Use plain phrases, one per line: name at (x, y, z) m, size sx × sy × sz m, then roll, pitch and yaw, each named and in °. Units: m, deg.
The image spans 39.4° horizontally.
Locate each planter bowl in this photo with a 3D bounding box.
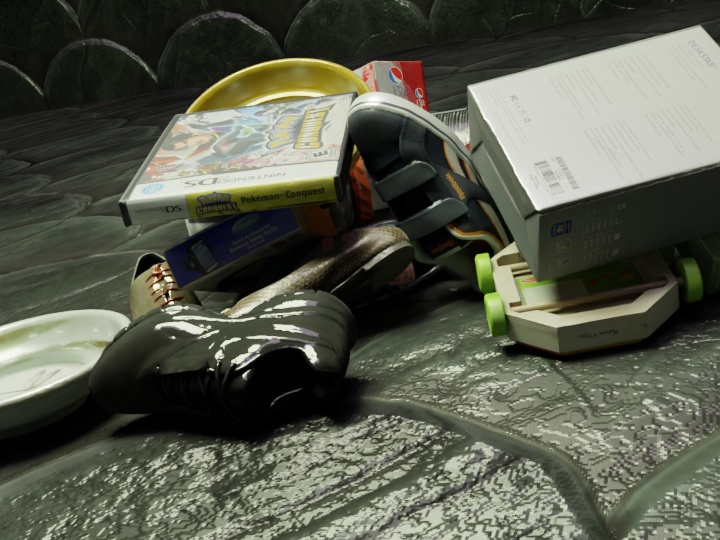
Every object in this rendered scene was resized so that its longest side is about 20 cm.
planter bowl at (-0.076, -0.114, 0.991) m, size 0.199 × 0.084 × 0.201 m, roll -6°, pitch 50°, yaw 7°

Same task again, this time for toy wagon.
toy wagon at (0.169, -0.002, 0.787) m, size 0.154 × 0.040 × 0.200 m, roll -10°, pitch 25°, yaw 5°

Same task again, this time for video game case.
video game case at (-0.096, -0.102, 0.871) m, size 0.180 × 0.026 × 0.200 m, roll -6°, pitch 29°, yaw 8°

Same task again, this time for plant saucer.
plant saucer at (-0.278, 0.092, 0.816) m, size 0.199 × 0.050 × 0.200 m, roll -10°, pitch 17°, yaw 3°

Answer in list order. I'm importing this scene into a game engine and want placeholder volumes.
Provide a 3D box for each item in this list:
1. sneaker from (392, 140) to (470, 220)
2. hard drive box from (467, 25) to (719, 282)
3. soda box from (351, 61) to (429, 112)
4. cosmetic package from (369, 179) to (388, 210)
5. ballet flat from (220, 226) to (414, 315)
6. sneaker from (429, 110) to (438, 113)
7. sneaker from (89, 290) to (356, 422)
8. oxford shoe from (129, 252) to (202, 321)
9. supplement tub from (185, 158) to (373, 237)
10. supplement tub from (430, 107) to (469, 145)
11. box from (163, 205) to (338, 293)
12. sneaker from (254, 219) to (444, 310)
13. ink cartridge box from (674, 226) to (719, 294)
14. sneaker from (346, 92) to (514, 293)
sneaker at (0.123, -0.062, 0.960) m, size 0.200 × 0.115 × 0.079 m, roll -35°, pitch 23°, yaw 47°
hard drive box at (0.200, -0.093, 0.766) m, size 0.199 × 0.077 × 0.156 m, roll -15°, pitch 48°, yaw -4°
soda box at (-0.010, -0.182, 1.144) m, size 0.070 × 0.064 × 0.200 m, roll -8°, pitch -1°, yaw -35°
cosmetic package at (-0.060, -0.101, 1.235) m, size 0.199 × 0.074 × 0.102 m, roll -10°, pitch 17°, yaw -1°
ballet flat at (-0.047, 0.016, 0.817) m, size 0.199 × 0.067 × 0.046 m, roll -30°, pitch 63°, yaw -14°
sneaker at (0.106, -0.154, 1.312) m, size 0.090 × 0.076 × 0.200 m, roll 5°, pitch 29°, yaw 19°
sneaker at (-0.102, 0.069, 0.717) m, size 0.199 × 0.076 × 0.091 m, roll -14°, pitch 27°, yaw 7°
oxford shoe at (-0.174, 0.034, 0.882) m, size 0.070 × 0.075 × 0.200 m, roll -18°, pitch 18°, yaw -19°
supplement tub at (-0.093, -0.078, 1.101) m, size 0.199 × 0.123 × 0.123 m, roll -14°, pitch 18°, yaw -7°
supplement tub at (0.164, -0.117, 1.048) m, size 0.199 × 0.123 × 0.123 m, roll -6°, pitch 18°, yaw 15°
box at (-0.094, -0.022, 0.905) m, size 0.119 × 0.042 × 0.200 m, roll -27°, pitch -5°, yaw 8°
sneaker at (0.000, 0.000, 0.883) m, size 0.200 × 0.070 × 0.082 m, roll -27°, pitch 21°, yaw -36°
ink cartridge box at (0.337, -0.069, 0.807) m, size 0.199 × 0.048 × 0.146 m, roll -16°, pitch 48°, yaw -5°
sneaker at (0.061, -0.062, 0.845) m, size 0.078 × 0.200 × 0.080 m, roll -27°, pitch 30°, yaw 50°
